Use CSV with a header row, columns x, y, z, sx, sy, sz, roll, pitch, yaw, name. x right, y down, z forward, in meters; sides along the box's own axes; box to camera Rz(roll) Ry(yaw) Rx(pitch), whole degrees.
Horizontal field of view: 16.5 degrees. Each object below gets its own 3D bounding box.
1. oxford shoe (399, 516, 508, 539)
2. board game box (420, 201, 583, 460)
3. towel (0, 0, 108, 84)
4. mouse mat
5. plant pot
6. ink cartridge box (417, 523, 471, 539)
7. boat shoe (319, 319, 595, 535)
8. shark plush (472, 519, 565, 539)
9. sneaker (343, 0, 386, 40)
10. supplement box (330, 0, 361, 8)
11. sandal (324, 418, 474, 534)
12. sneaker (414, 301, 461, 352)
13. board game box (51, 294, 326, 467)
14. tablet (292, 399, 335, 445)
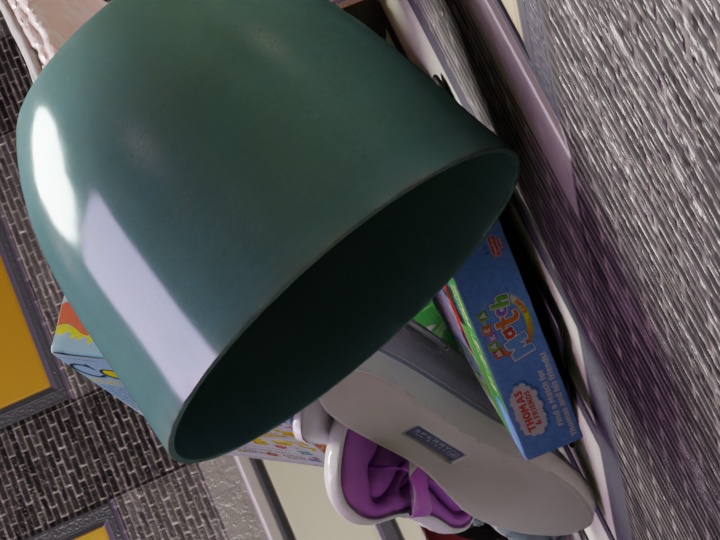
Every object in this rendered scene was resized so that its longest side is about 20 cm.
x,y,z,sx,sy,sz,roll,pitch,yaw,name
0.049,0.119,1.644,0.200,0.073,0.084,29,-136,-53,oxford shoe
0.050,-0.012,1.292,0.200,0.037,0.151,-117,3,-63,board game box
-0.117,-0.090,1.449,0.191,0.032,0.200,24,-155,-41,towel
0.077,-0.001,1.315,0.200,0.008,0.161,70,175,-68,mouse mat
-0.057,-0.040,1.104,0.161,0.201,0.201,48,173,14,plant pot
0.073,0.152,1.782,0.176,0.084,0.200,-109,-3,-69,ink cartridge box
0.059,0.078,1.373,0.201,0.070,0.072,35,-133,-30,boat shoe
0.099,0.145,1.562,0.083,0.091,0.200,12,126,47,shark plush
-0.085,-0.109,1.374,0.098,0.200,0.071,-31,78,56,sneaker
-0.056,-0.167,1.216,0.200,0.126,0.074,81,166,-83,supplement box
0.038,0.109,1.431,0.203,0.050,0.082,21,-107,-65,sandal
0.012,0.044,1.539,0.084,0.074,0.200,31,160,-23,sneaker
-0.075,0.031,1.377,0.200,0.105,0.103,47,-128,-65,board game box
0.000,0.000,1.404,0.130,0.014,0.200,17,-101,-69,tablet
